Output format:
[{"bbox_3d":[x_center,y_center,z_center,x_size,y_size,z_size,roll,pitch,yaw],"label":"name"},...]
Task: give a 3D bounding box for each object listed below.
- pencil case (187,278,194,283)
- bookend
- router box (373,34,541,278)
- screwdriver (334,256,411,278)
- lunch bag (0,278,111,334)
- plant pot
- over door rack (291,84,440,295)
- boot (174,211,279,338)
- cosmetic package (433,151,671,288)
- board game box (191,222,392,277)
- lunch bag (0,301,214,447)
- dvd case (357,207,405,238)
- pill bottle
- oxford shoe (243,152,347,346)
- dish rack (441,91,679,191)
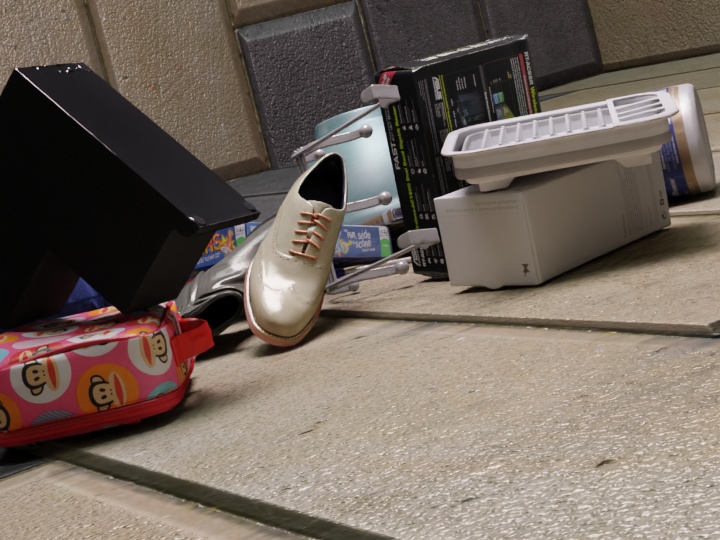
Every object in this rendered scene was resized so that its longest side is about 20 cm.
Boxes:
[{"bbox_3d":[-0.281,0.009,1.862,0.199,0.089,0.088,-17,8,-8],"label":"pencil case"},{"bbox_3d":[-0.216,-0.023,1.295,0.199,0.200,0.092,-58,-17,23],"label":"bookend"},{"bbox_3d":[0.104,-0.109,1.564,0.149,0.201,0.062,-19,13,-35],"label":"router box"},{"bbox_3d":[0.000,0.000,1.672,0.199,0.028,0.029,-9,24,-5],"label":"screwdriver"},{"bbox_3d":[-0.282,-0.004,1.498,0.132,0.200,0.136,-22,-31,-31],"label":"lunch bag"},{"bbox_3d":[0.019,-0.115,1.898,0.199,0.135,0.200,-15,-4,-1],"label":"plant pot"},{"bbox_3d":[0.011,-0.070,1.524,0.066,0.148,0.200,-11,-9,-27],"label":"over door rack"},{"bbox_3d":[-0.107,0.020,1.486,0.200,0.068,0.131,-35,10,4],"label":"boot"},{"bbox_3d":[0.172,-0.050,1.466,0.107,0.085,0.200,-1,14,45],"label":"cosmetic package"},{"bbox_3d":[-0.083,-0.019,1.681,0.135,0.035,0.199,-12,-9,43],"label":"board game box"},{"bbox_3d":[-0.199,0.071,1.280,0.175,0.082,0.200,-14,7,1],"label":"lunch bag"},{"bbox_3d":[0.055,-0.053,1.808,0.148,0.016,0.200,-12,-5,-27],"label":"dvd case"},{"bbox_3d":[0.250,-0.114,1.678,0.199,0.111,0.111,-12,8,17],"label":"pill bottle"},{"bbox_3d":[-0.053,-0.023,1.429,0.070,0.074,0.201,17,47,-6],"label":"oxford shoe"},{"bbox_3d":[0.173,-0.110,1.429,0.199,0.044,0.172,-9,12,8],"label":"dish rack"}]
